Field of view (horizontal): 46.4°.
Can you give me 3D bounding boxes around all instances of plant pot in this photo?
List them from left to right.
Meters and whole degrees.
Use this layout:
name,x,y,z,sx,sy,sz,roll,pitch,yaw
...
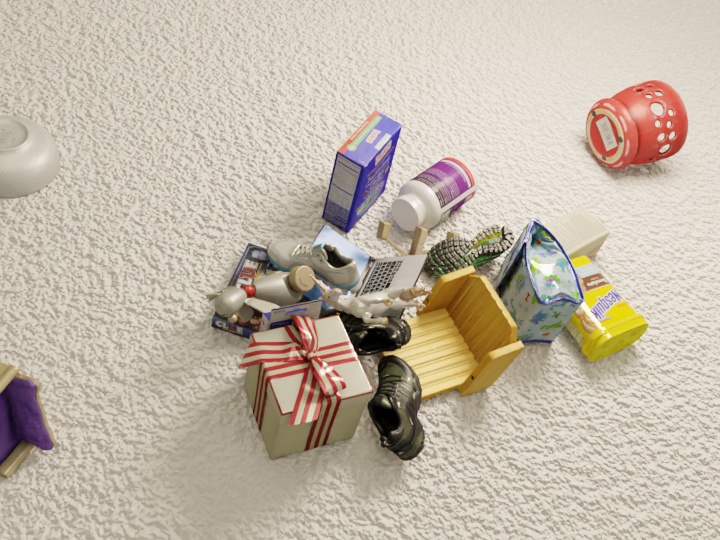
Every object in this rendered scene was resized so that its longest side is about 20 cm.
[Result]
name,x,y,z,sx,sy,sz,roll,pitch,yaw
plant pot,0.673,-0.355,2.083,0.182,0.200,0.200,-18,57,-17

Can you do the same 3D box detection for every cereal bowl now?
name,x,y,z,sx,sy,sz,roll,pitch,yaw
cereal bowl,-0.711,-0.245,1.691,0.200,0.083,0.200,8,49,-10

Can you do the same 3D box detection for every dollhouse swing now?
name,x,y,z,sx,sy,sz,roll,pitch,yaw
dollhouse swing,0.155,0.120,1.569,0.176,0.182,0.200,-4,51,-33

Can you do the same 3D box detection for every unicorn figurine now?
name,x,y,z,sx,sy,sz,roll,pitch,yaw
unicorn figurine,0.022,0.056,1.525,0.200,0.137,0.074,6,91,-38

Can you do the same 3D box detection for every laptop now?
name,x,y,z,sx,sy,sz,roll,pitch,yaw
laptop,0.000,0.000,1.647,0.200,0.116,0.187,-5,40,32

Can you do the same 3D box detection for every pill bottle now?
name,x,y,z,sx,sy,sz,roll,pitch,yaw
pill bottle,0.159,-0.165,1.835,0.112,0.112,0.200,41,52,19

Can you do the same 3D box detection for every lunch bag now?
name,x,y,z,sx,sy,sz,roll,pitch,yaw
lunch bag,0.342,0.023,1.680,0.127,0.170,0.200,1,56,-15

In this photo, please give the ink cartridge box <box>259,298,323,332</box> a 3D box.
name,x,y,z,sx,sy,sz,roll,pitch,yaw
ink cartridge box,-0.129,0.111,1.467,0.095,0.200,0.037,-11,54,-24

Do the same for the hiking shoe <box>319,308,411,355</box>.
name,x,y,z,sx,sy,sz,roll,pitch,yaw
hiking shoe,-0.012,0.113,1.536,0.200,0.076,0.101,1,9,15

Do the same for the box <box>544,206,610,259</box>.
name,x,y,z,sx,sy,sz,roll,pitch,yaw
box,0.440,-0.056,1.841,0.200,0.078,0.095,-24,60,-30

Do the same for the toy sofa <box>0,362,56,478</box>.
name,x,y,z,sx,sy,sz,roll,pitch,yaw
toy sofa,-0.535,0.228,1.262,0.098,0.200,0.083,22,48,11

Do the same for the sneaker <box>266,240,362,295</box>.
name,x,y,z,sx,sy,sz,roll,pitch,yaw
sneaker,-0.087,-0.028,1.604,0.200,0.087,0.075,18,50,15

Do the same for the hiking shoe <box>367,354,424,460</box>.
name,x,y,z,sx,sy,sz,roll,pitch,yaw
hiking shoe,0.057,0.226,1.469,0.101,0.076,0.200,36,32,-44

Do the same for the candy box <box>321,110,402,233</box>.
name,x,y,z,sx,sy,sz,roll,pitch,yaw
candy box,0.002,-0.207,1.770,0.077,0.200,0.169,30,49,11

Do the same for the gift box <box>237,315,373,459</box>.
name,x,y,z,sx,sy,sz,roll,pitch,yaw
gift box,-0.102,0.199,1.410,0.200,0.187,0.185,-15,56,-26

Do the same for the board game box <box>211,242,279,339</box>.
name,x,y,z,sx,sy,sz,roll,pitch,yaw
board game box,-0.188,0.045,1.617,0.135,0.035,0.200,18,49,1

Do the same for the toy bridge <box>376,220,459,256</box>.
name,x,y,z,sx,sy,sz,roll,pitch,yaw
toy bridge,0.121,-0.058,1.762,0.200,0.067,0.027,7,14,-32

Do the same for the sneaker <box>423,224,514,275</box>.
name,x,y,z,sx,sy,sz,roll,pitch,yaw
sneaker,0.226,-0.029,1.770,0.200,0.085,0.078,-16,69,-9

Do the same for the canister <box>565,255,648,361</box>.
name,x,y,z,sx,sy,sz,roll,pitch,yaw
canister,0.472,0.074,1.736,0.148,0.087,0.200,-17,56,-27

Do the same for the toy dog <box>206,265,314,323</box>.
name,x,y,z,sx,sy,sz,roll,pitch,yaw
toy dog,-0.171,0.061,1.527,0.200,0.132,0.096,-19,96,-23
